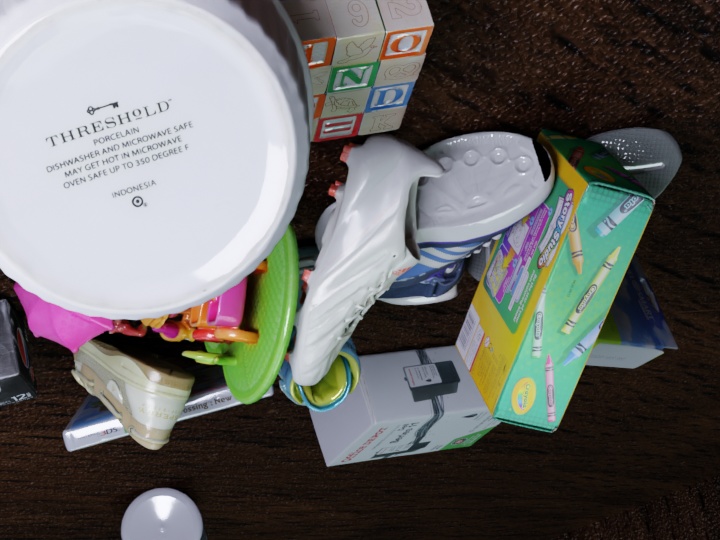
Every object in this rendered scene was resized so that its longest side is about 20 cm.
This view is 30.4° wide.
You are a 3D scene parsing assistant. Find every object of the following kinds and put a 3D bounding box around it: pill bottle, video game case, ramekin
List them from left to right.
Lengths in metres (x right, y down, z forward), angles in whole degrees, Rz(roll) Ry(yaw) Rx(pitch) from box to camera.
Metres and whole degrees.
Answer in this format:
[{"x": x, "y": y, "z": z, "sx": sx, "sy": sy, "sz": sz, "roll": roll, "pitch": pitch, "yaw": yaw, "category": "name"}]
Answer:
[{"x": -0.115, "y": -0.068, "z": 0.661, "sx": 0.201, "sy": 0.094, "sz": 0.204, "roll": -4, "pitch": 113, "yaw": -10, "category": "ramekin"}, {"x": -0.257, "y": 0.363, "z": 1.764, "sx": 0.106, "sy": 0.107, "sz": 0.200, "roll": -13, "pitch": 158, "yaw": -9, "category": "pill bottle"}, {"x": -0.171, "y": 0.114, "z": 1.214, "sx": 0.181, "sy": 0.022, "sz": 0.200, "roll": -15, "pitch": -175, "yaw": -4, "category": "video game case"}]

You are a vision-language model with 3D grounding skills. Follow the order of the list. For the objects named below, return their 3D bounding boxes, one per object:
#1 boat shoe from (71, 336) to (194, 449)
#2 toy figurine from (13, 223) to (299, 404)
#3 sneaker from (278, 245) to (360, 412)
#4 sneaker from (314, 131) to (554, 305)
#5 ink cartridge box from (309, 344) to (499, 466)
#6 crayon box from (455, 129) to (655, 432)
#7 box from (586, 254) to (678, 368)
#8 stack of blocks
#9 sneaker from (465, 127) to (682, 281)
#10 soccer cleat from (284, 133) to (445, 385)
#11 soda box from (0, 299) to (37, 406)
[{"x": -0.196, "y": 0.095, "z": 1.092, "sx": 0.073, "sy": 0.063, "sz": 0.200, "roll": 18, "pitch": 178, "yaw": -32, "category": "boat shoe"}, {"x": -0.166, "y": 0.013, "z": 0.989, "sx": 0.183, "sy": 0.151, "sz": 0.200, "roll": 9, "pitch": 175, "yaw": -23, "category": "toy figurine"}, {"x": -0.052, "y": 0.075, "z": 1.166, "sx": 0.079, "sy": 0.131, "sz": 0.200, "roll": -14, "pitch": 159, "yaw": -10, "category": "sneaker"}, {"x": 0.074, "y": -0.034, "z": 1.052, "sx": 0.199, "sy": 0.081, "sz": 0.146, "roll": -21, "pitch": 156, "yaw": 17, "category": "sneaker"}, {"x": 0.061, "y": 0.151, "z": 1.504, "sx": 0.199, "sy": 0.083, "sz": 0.147, "roll": -4, "pitch": 155, "yaw": -27, "category": "ink cartridge box"}, {"x": 0.145, "y": 0.006, "z": 1.021, "sx": 0.058, "sy": 0.119, "sz": 0.201, "roll": 14, "pitch": 112, "yaw": -17, "category": "crayon box"}, {"x": 0.213, "y": 0.028, "z": 1.255, "sx": 0.048, "sy": 0.122, "sz": 0.199, "roll": -36, "pitch": 152, "yaw": 33, "category": "box"}, {"x": -0.068, "y": -0.120, "z": 0.769, "sx": 0.199, "sy": 0.059, "sz": 0.115, "roll": -11, "pitch": 158, "yaw": -14, "category": "stack of blocks"}, {"x": 0.176, "y": -0.061, "z": 1.107, "sx": 0.200, "sy": 0.071, "sz": 0.080, "roll": -30, "pitch": 179, "yaw": 22, "category": "sneaker"}, {"x": 0.000, "y": 0.000, "z": 0.965, "sx": 0.077, "sy": 0.201, "sz": 0.069, "roll": 20, "pitch": -164, "yaw": 4, "category": "soccer cleat"}, {"x": -0.363, "y": 0.086, "z": 1.046, "sx": 0.199, "sy": 0.071, "sz": 0.063, "roll": -15, "pitch": 158, "yaw": -4, "category": "soda box"}]
